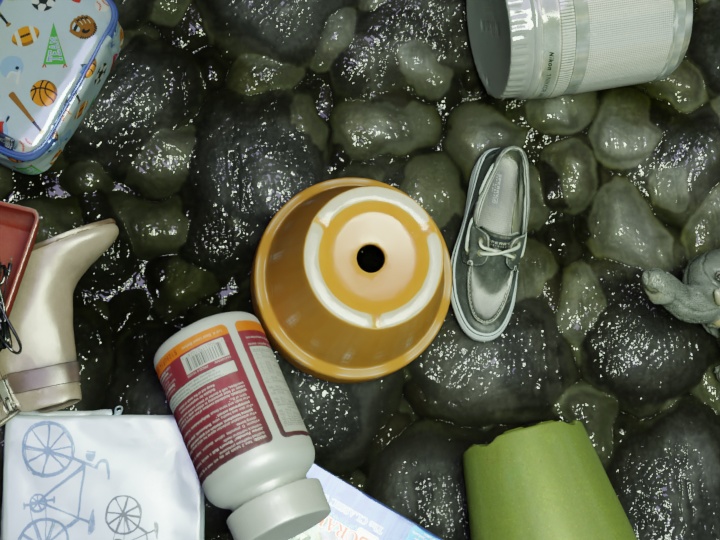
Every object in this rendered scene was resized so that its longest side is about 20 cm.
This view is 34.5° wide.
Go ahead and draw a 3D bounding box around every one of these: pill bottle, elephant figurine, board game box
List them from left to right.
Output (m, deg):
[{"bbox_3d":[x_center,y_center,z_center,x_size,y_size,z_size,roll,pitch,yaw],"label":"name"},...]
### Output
[{"bbox_3d":[-0.107,0.148,1.067,0.109,0.110,0.201,-22,70,-10],"label":"pill bottle"},{"bbox_3d":[-0.028,0.311,1.111,0.199,0.041,0.201,30,79,-2],"label":"board game box"},{"bbox_3d":[0.379,0.026,1.160,0.141,0.155,0.200,-40,98,10],"label":"elephant figurine"}]

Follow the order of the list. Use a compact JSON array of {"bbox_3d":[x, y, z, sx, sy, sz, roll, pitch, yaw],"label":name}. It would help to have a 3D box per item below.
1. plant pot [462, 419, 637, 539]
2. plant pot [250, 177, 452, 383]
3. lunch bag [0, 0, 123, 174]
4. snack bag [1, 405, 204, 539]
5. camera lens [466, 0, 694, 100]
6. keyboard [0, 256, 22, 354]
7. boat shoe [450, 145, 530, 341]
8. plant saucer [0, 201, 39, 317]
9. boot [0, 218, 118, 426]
[{"bbox_3d":[0.176,0.248,1.090,0.198,0.200,0.192,-12,72,-10],"label":"plant pot"},{"bbox_3d":[0.000,0.000,1.088,0.198,0.183,0.202,1,81,-8],"label":"plant pot"},{"bbox_3d":[-0.336,-0.201,1.127,0.159,0.076,0.201,29,78,-1],"label":"lunch bag"},{"bbox_3d":[-0.241,0.225,1.104,0.198,0.021,0.191,0,82,-8],"label":"snack bag"},{"bbox_3d":[0.222,-0.260,1.170,0.198,0.160,0.162,-10,83,-9],"label":"camera lens"},{"bbox_3d":[-0.353,0.022,1.014,0.103,0.040,0.202,-16,71,15],"label":"keyboard"},{"bbox_3d":[0.131,-0.031,1.168,0.071,0.071,0.202,6,82,-7],"label":"boat shoe"},{"bbox_3d":[-0.396,0.025,1.069,0.198,0.037,0.201,12,80,23],"label":"plant saucer"},{"bbox_3d":[-0.295,0.056,1.091,0.199,0.070,0.147,-26,78,3],"label":"boot"}]
